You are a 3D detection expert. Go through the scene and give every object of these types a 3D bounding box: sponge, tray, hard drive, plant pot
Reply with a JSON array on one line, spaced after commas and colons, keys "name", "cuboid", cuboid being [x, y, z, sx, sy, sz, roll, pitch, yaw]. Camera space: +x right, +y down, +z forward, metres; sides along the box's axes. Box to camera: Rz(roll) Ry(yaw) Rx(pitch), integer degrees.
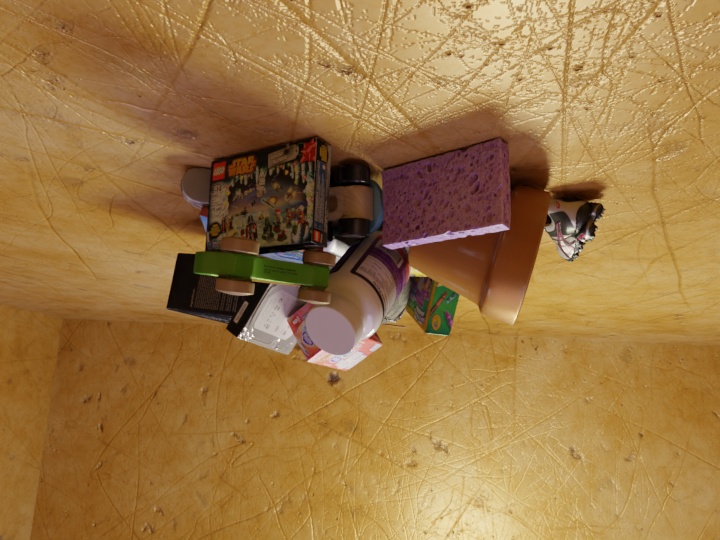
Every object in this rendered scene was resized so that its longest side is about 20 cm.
[{"name": "sponge", "cuboid": [0.110, -0.099, 0.800, 0.196, 0.115, 0.029, -8, 166, 41]}, {"name": "tray", "cuboid": [-0.104, -0.024, 1.035, 0.195, 0.023, 0.107, -5, 166, 26]}, {"name": "hard drive", "cuboid": [-0.151, 0.075, 1.089, 0.037, 0.142, 0.200, 29, 175, 24]}, {"name": "plant pot", "cuboid": [0.174, -0.043, 0.903, 0.178, 0.206, 0.200, 16, 171, 12]}]

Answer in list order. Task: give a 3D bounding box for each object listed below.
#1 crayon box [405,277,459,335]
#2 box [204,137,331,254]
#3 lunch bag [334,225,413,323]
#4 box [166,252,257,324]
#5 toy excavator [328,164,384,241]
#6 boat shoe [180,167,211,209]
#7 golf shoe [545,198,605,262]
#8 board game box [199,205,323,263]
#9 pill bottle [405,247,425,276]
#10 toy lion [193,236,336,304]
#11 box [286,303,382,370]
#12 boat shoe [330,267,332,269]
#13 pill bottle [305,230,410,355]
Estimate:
[{"name": "crayon box", "cuboid": [0.141, 0.041, 1.246, 0.057, 0.122, 0.200, 7, -164, -17]}, {"name": "box", "cuboid": [-0.131, -0.095, 0.816, 0.195, 0.142, 0.040, -5, 168, 32]}, {"name": "lunch bag", "cuboid": [0.031, 0.012, 1.199, 0.135, 0.173, 0.199, -1, 168, 20]}, {"name": "box", "cuboid": [-0.248, 0.047, 1.195, 0.195, 0.121, 0.196, 3, 168, 29]}, {"name": "toy excavator", "cuboid": [-0.031, -0.092, 0.948, 0.189, 0.103, 0.199, -2, 176, 28]}, {"name": "boat shoe", "cuboid": [-0.188, -0.107, 0.939, 0.194, 0.074, 0.066, 9, 168, -18]}, {"name": "golf shoe", "cuboid": [0.347, -0.076, 0.990, 0.086, 0.079, 0.200, 21, 170, 14]}, {"name": "board game box", "cuboid": [-0.156, -0.047, 0.942, 0.195, 0.020, 0.103, 19, 164, -4]}, {"name": "pill bottle", "cuboid": [0.162, -0.043, 1.050, 0.193, 0.113, 0.109, 2, 168, 8]}, {"name": "toy lion", "cuboid": [-0.139, 0.000, 0.801, 0.196, 0.071, 0.189, 9, 176, -43]}, {"name": "box", "cuboid": [-0.046, 0.122, 1.148, 0.102, 0.096, 0.199, -37, 156, 10]}, {"name": "boat shoe", "cuboid": [0.000, 0.000, 1.068, 0.196, 0.074, 0.062, 12, 159, 33]}, {"name": "pill bottle", "cuboid": [-0.003, 0.034, 0.897, 0.109, 0.114, 0.201, -4, -151, 30]}]
